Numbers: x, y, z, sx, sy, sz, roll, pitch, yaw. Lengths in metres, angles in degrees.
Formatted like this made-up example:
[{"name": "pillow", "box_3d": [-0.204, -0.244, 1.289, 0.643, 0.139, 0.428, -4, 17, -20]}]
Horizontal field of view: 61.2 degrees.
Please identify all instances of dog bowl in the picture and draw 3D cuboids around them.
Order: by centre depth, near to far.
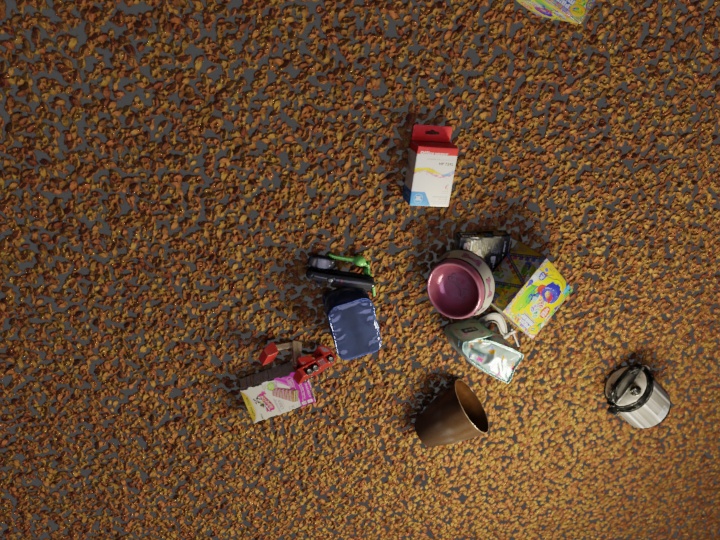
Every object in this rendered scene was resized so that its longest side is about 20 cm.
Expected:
[{"name": "dog bowl", "box_3d": [0.275, 0.046, 1.717, 0.074, 0.199, 0.202, -28, 133, -52]}]

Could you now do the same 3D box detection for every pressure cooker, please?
[{"name": "pressure cooker", "box_3d": [0.941, 0.423, 2.085, 0.200, 0.177, 0.178, 38, 136, -25]}]

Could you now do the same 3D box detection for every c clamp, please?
[{"name": "c clamp", "box_3d": [0.401, 0.218, 1.930, 0.198, 0.027, 0.172, -23, 118, -2]}]

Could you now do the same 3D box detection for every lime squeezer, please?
[{"name": "lime squeezer", "box_3d": [0.000, 0.000, 1.711, 0.071, 0.038, 0.200, -44, 119, 9]}]

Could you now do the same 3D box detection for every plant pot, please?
[{"name": "plant pot", "box_3d": [0.279, 0.481, 1.961, 0.199, 0.188, 0.187, -36, 120, 22]}]

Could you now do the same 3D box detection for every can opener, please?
[{"name": "can opener", "box_3d": [-0.055, 0.018, 1.674, 0.198, 0.064, 0.079, 16, 123, -6]}]

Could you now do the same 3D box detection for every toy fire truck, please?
[{"name": "toy fire truck", "box_3d": [-0.178, 0.250, 1.754, 0.199, 0.141, 0.049, -24, 155, -45]}]

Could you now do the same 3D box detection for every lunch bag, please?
[{"name": "lunch bag", "box_3d": [-0.024, 0.147, 1.725, 0.134, 0.132, 0.202, -14, 114, -6]}, {"name": "lunch bag", "box_3d": [0.358, 0.227, 1.823, 0.199, 0.170, 0.123, 26, 98, -16]}]

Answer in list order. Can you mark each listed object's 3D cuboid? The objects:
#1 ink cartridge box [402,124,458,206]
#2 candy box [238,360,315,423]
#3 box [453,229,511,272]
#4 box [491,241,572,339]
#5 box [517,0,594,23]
[{"name": "ink cartridge box", "box_3d": [0.186, -0.275, 1.604, 0.115, 0.067, 0.202, 0, 116, -14]}, {"name": "candy box", "box_3d": [-0.247, 0.359, 1.814, 0.198, 0.061, 0.137, -18, 120, -5]}, {"name": "box", "box_3d": [0.346, -0.017, 1.786, 0.158, 0.049, 0.202, -3, 118, -11]}, {"name": "box", "box_3d": [0.483, 0.059, 1.781, 0.193, 0.122, 0.200, -51, 131, 3]}, {"name": "box", "box_3d": [0.461, -0.691, 1.382, 0.121, 0.200, 0.194, 22, 110, -24]}]
